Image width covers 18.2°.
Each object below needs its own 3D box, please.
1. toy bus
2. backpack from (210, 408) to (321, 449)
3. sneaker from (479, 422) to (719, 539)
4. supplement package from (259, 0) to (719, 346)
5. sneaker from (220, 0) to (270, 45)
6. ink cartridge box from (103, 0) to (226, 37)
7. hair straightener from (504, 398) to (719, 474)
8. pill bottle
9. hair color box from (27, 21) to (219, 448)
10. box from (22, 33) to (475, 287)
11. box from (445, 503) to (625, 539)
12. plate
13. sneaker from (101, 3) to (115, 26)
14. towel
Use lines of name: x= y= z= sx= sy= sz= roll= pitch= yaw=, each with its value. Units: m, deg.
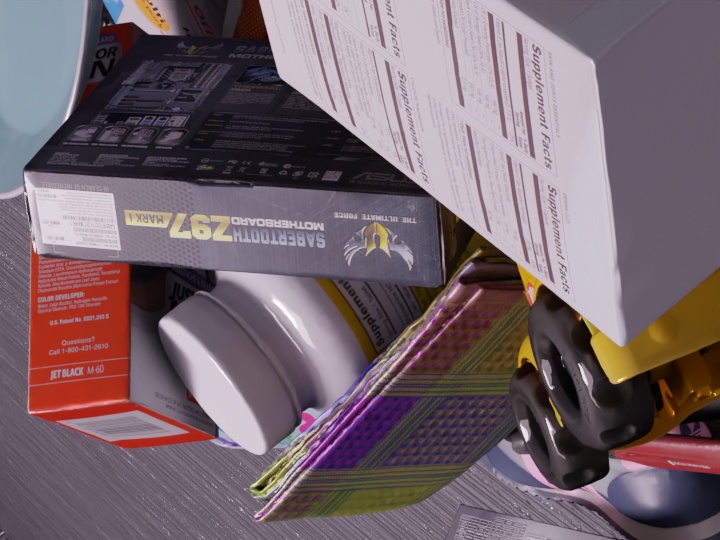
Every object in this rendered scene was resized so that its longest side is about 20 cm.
toy bus: x=0.109 y=-0.021 z=0.976 sx=0.193 sy=0.135 sz=0.200 roll=62 pitch=167 yaw=14
backpack: x=-0.036 y=0.010 z=1.305 sx=0.199 sy=0.151 sz=0.178 roll=-7 pitch=132 yaw=34
sneaker: x=0.128 y=0.085 z=1.233 sx=0.200 sy=0.070 sz=0.082 roll=18 pitch=127 yaw=53
supplement package: x=0.075 y=-0.113 z=0.820 sx=0.200 sy=0.152 sz=0.151 roll=40 pitch=158 yaw=34
sneaker: x=-0.033 y=-0.105 z=1.151 sx=0.077 sy=0.073 sz=0.201 roll=31 pitch=134 yaw=24
ink cartridge box: x=-0.072 y=-0.145 z=1.262 sx=0.200 sy=0.068 sz=0.115 roll=24 pitch=149 yaw=54
hair straightener: x=0.140 y=0.063 z=1.143 sx=0.041 sy=0.077 sz=0.200 roll=29 pitch=161 yaw=-29
pill bottle: x=0.000 y=0.000 z=1.143 sx=0.112 sy=0.200 sz=0.113 roll=46 pitch=162 yaw=20
hair color box: x=-0.122 y=-0.016 z=1.185 sx=0.111 sy=0.064 sz=0.201 roll=32 pitch=-128 yaw=-65
box: x=-0.036 y=-0.056 z=1.056 sx=0.199 sy=0.158 sz=0.051 roll=5 pitch=121 yaw=15
box: x=0.153 y=0.186 z=1.248 sx=0.158 sy=0.049 sz=0.200 roll=23 pitch=171 yaw=-21
plate: x=-0.169 y=-0.136 z=1.137 sx=0.200 sy=0.025 sz=0.201 roll=-5 pitch=84 yaw=58
sneaker: x=-0.151 y=-0.126 z=1.411 sx=0.076 sy=0.087 sz=0.201 roll=15 pitch=122 yaw=62
towel: x=0.045 y=0.057 z=1.117 sx=0.200 sy=0.143 sz=0.023 roll=-49 pitch=58 yaw=32
